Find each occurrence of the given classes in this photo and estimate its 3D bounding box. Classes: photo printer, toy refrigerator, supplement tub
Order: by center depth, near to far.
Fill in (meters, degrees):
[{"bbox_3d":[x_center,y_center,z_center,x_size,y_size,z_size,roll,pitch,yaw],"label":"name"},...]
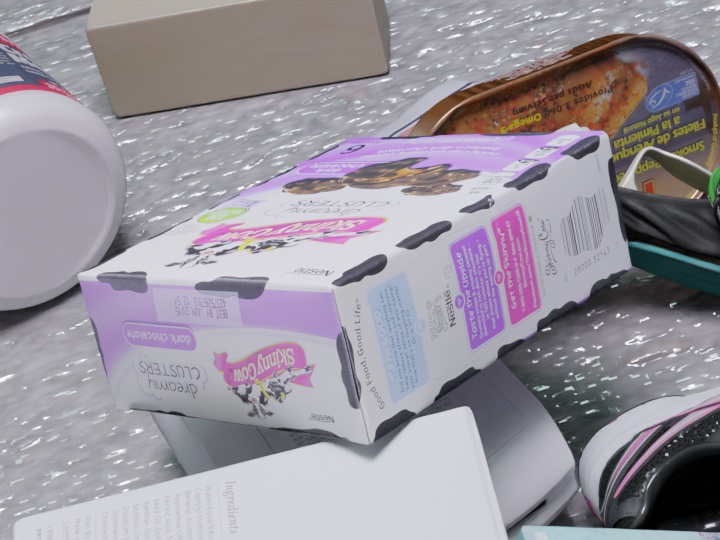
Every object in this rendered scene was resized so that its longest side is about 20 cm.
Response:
[{"bbox_3d":[0.002,0.087,0.846,0.165,0.070,0.200,-26,39,-15],"label":"photo printer"},{"bbox_3d":[-0.248,-0.077,1.070,0.140,0.141,0.200,-31,42,-19],"label":"supplement tub"},{"bbox_3d":[-0.083,-0.171,1.180,0.198,0.076,0.070,-8,39,10],"label":"toy refrigerator"}]

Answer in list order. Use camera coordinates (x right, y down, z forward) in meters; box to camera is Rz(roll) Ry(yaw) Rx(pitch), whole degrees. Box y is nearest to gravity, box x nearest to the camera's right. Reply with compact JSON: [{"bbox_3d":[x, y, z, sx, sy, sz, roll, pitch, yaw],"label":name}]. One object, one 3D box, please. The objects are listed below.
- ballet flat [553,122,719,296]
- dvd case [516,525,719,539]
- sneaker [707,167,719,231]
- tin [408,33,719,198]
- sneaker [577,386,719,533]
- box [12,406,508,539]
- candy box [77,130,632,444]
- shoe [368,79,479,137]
[{"bbox_3d":[0.132,-0.036,0.911,0.198,0.068,0.069,13,74,-8],"label":"ballet flat"},{"bbox_3d":[0.171,0.163,0.680,0.198,0.022,0.147,6,36,-15],"label":"dvd case"},{"bbox_3d":[0.217,-0.010,0.856,0.085,0.078,0.202,4,70,33],"label":"sneaker"},{"bbox_3d":[0.113,-0.062,0.955,0.198,0.113,0.042,-21,14,-14],"label":"tin"},{"bbox_3d":[0.194,0.075,0.757,0.199,0.081,0.086,-36,12,11],"label":"sneaker"},{"bbox_3d":[-0.027,0.166,0.698,0.198,0.153,0.107,-14,38,2],"label":"box"},{"bbox_3d":[0.000,0.000,0.781,0.167,0.072,0.199,3,23,43],"label":"candy box"},{"bbox_3d":[0.044,-0.044,0.989,0.090,0.072,0.200,16,45,37],"label":"shoe"}]
